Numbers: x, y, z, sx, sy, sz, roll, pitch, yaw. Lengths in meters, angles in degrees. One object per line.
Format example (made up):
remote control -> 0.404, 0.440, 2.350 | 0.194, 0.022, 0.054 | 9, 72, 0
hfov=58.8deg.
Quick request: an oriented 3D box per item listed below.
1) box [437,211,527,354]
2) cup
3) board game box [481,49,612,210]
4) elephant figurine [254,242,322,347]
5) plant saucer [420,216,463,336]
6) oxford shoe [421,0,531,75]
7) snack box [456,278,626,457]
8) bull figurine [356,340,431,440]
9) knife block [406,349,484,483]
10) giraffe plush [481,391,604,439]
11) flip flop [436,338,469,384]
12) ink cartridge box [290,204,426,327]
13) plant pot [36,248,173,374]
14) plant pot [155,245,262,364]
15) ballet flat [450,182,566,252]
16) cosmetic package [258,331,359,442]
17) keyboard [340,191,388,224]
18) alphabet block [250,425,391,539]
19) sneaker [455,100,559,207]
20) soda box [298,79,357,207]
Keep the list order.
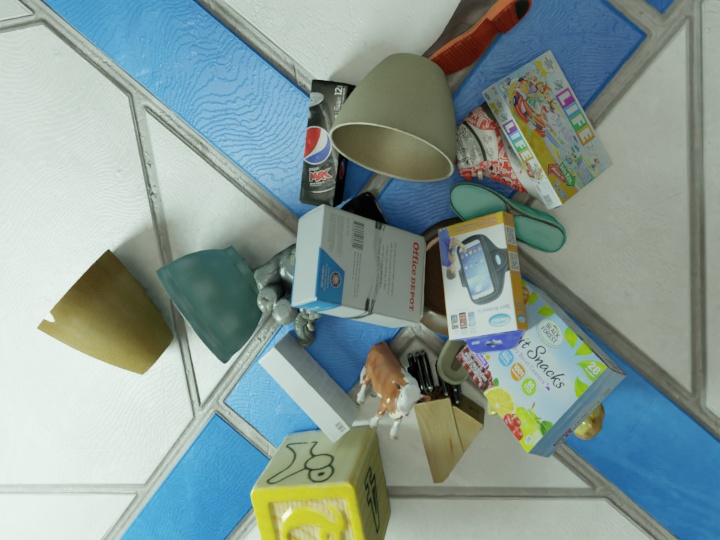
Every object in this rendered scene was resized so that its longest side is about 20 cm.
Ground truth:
box -> 0.185, 0.022, 0.974 | 0.118, 0.041, 0.203 | -14, 74, 38
cup -> 0.066, -0.243, 0.982 | 0.197, 0.200, 0.145 | 16, 80, 9
board game box -> 0.284, -0.213, 0.962 | 0.134, 0.034, 0.202 | -35, 96, -26
elephant figurine -> -0.092, 0.036, 1.105 | 0.153, 0.200, 0.143 | -25, 72, 12
plant saucer -> 0.158, 0.008, 1.046 | 0.197, 0.037, 0.204 | -4, 81, 22
oxford shoe -> 0.164, -0.374, 0.987 | 0.199, 0.071, 0.073 | -33, 66, 21
snack box -> 0.260, 0.141, 0.950 | 0.067, 0.201, 0.169 | 22, 113, -41
bull figurine -> 0.051, 0.205, 1.087 | 0.064, 0.200, 0.123 | 17, 110, -21
knife block -> 0.125, 0.251, 1.139 | 0.174, 0.064, 0.202 | 32, 108, 5
giraffe plush -> 0.285, 0.184, 1.046 | 0.161, 0.172, 0.202 | -26, 88, 25
flip flop -> 0.188, 0.095, 1.067 | 0.080, 0.058, 0.202 | 28, 83, 7
ink cartridge box -> 0.000, 0.000, 1.004 | 0.085, 0.198, 0.149 | -17, 63, 52
plant pot -> -0.455, 0.097, 1.189 | 0.186, 0.187, 0.200 | -42, 105, 19
plant pot -> -0.243, 0.043, 1.121 | 0.133, 0.200, 0.202 | -36, 94, -9
ballet flat -> 0.235, -0.085, 1.028 | 0.198, 0.070, 0.068 | 25, 107, 9
cosmetic package -> -0.092, 0.212, 1.171 | 0.051, 0.083, 0.200 | -42, 91, 21
keyboard -> 0.017, -0.027, 1.120 | 0.103, 0.040, 0.202 | -27, 96, -6
alphabet block -> -0.062, 0.420, 1.152 | 0.192, 0.200, 0.200 | -10, 102, 15
sneaker -> 0.223, -0.160, 1.016 | 0.107, 0.067, 0.203 | -35, 90, 19
soda box -> -0.054, -0.210, 1.064 | 0.062, 0.071, 0.203 | 11, 106, 11
